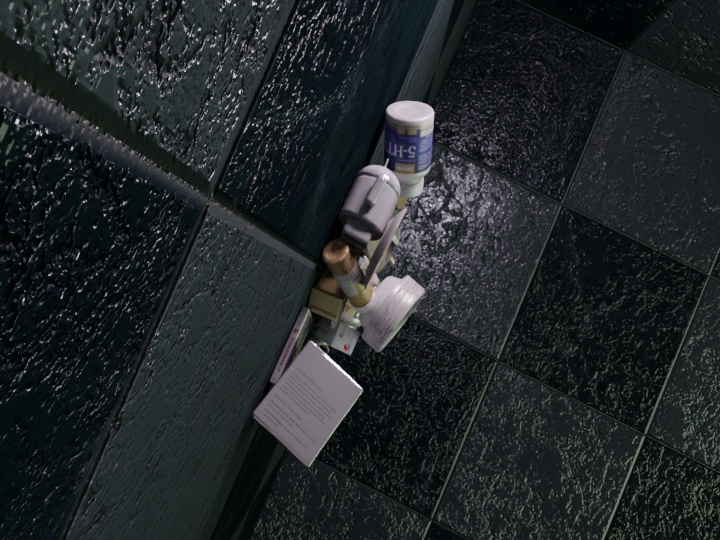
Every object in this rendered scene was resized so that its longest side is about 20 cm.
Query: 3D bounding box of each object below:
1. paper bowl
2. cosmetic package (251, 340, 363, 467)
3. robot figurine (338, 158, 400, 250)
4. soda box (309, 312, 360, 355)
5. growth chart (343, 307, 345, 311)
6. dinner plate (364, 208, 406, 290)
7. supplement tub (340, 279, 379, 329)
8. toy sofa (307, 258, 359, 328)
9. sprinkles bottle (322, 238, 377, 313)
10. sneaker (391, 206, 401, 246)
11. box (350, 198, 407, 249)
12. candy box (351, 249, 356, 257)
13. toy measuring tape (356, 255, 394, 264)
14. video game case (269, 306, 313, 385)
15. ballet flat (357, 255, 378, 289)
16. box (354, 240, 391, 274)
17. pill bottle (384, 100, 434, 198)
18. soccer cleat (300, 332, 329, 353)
[{"bbox_3d":[0.070,0.100,1.443,0.202,0.103,0.201,-51,171,-11],"label":"paper bowl"},{"bbox_3d":[-0.119,0.304,1.268,0.201,0.165,0.168,-50,174,-19],"label":"cosmetic package"},{"bbox_3d":[0.022,-0.150,1.271,0.205,0.110,0.170,-65,-174,-17],"label":"robot figurine"},{"bbox_3d":[-0.077,0.160,1.497,0.066,0.067,0.199,-65,-155,-4],"label":"soda box"},{"bbox_3d":[-0.057,0.052,1.659,0.143,0.017,0.206,-3,-118,61],"label":"growth chart"},{"bbox_3d":[0.049,-0.051,1.259,0.205,0.024,0.200,-64,178,-5],"label":"dinner plate"},{"bbox_3d":[-0.034,0.094,1.853,0.145,0.141,0.206,-15,129,-86],"label":"supplement tub"},{"bbox_3d":[-0.068,0.046,1.432,0.202,0.080,0.100,-63,173,-55],"label":"toy sofa"},{"bbox_3d":[-0.023,0.017,1.304,0.070,0.066,0.202,-63,145,-28],"label":"sprinkles bottle"},{"bbox_3d":[0.078,-0.131,1.469,0.080,0.074,0.201,-47,151,-7],"label":"sneaker"},{"bbox_3d":[0.040,-0.141,1.501,0.161,0.021,0.203,5,122,-56],"label":"box"},{"bbox_3d":[0.005,-0.143,1.582,0.116,0.054,0.204,-59,172,-52],"label":"candy box"},{"bbox_3d":[0.000,0.000,1.560,0.073,0.193,0.077,17,70,-59],"label":"toy measuring tape"},{"bbox_3d":[-0.163,0.188,1.367,0.200,0.022,0.188,98,15,-79],"label":"video game case"},{"bbox_3d":[0.014,0.028,1.440,0.202,0.070,0.073,100,15,-63],"label":"ballet flat"},{"bbox_3d":[0.021,-0.079,1.443,0.068,0.082,0.201,-43,154,-12],"label":"box"},{"bbox_3d":[0.114,-0.288,1.358,0.121,0.115,0.206,-62,157,-50],"label":"pill bottle"},{"bbox_3d":[-0.123,0.205,1.628,0.201,0.084,0.072,-62,176,-63],"label":"soccer cleat"}]
